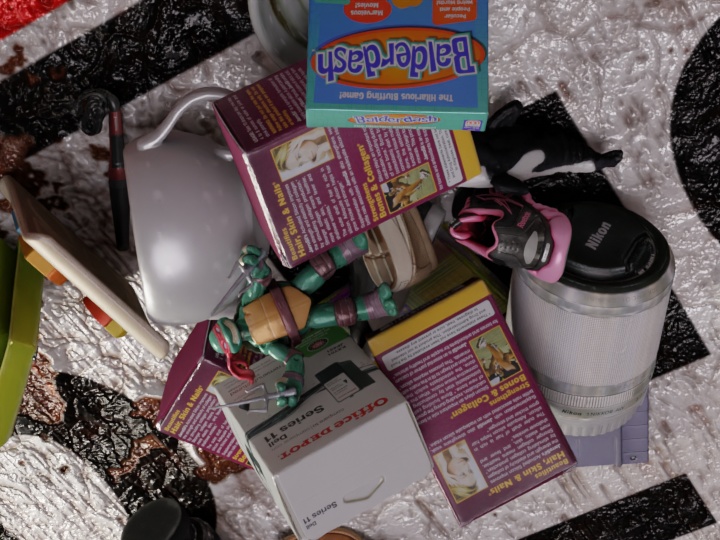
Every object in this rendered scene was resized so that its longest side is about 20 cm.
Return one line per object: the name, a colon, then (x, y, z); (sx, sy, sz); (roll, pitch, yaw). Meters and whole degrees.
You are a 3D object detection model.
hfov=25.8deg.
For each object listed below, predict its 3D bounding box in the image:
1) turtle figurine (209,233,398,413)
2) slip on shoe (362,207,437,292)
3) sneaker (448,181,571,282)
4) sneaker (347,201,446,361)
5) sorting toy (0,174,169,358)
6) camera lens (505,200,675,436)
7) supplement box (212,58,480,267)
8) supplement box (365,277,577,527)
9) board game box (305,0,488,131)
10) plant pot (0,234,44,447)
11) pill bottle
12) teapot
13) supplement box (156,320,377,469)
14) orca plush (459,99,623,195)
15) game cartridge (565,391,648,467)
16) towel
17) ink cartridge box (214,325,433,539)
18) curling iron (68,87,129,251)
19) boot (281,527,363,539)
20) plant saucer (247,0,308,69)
turtle figurine: (-0.073, 0.039, 1.468); (0.198, 0.101, 0.151); (-26, 103, -6)
slip on shoe: (0.016, -0.081, 1.513); (0.060, 0.202, 0.076); (-19, 172, -29)
sneaker: (0.121, -0.047, 1.497); (0.094, 0.200, 0.080); (3, 104, -22)
sneaker: (0.000, 0.000, 1.598); (0.111, 0.073, 0.202); (27, 110, 6)
sorting toy: (-0.278, 0.000, 1.544); (0.036, 0.200, 0.185); (-45, 119, -2)
camera lens: (0.226, 0.044, 1.585); (0.157, 0.161, 0.202); (3, 129, -1)
supplement box: (-0.011, -0.116, 1.390); (0.198, 0.103, 0.132); (-25, 128, -8)
supplement box: (0.104, 0.124, 1.520); (0.130, 0.103, 0.202); (-26, 90, -1)
board game box: (0.031, -0.219, 1.304); (0.150, 0.203, 0.045); (1, 166, -1)
plant pot: (-0.422, 0.061, 1.590); (0.179, 0.201, 0.200); (13, 127, -17)
pill bottle: (-0.199, 0.367, 1.874); (0.111, 0.113, 0.201); (-21, 125, 16)
teapot: (-0.147, -0.049, 1.512); (0.144, 0.200, 0.200); (-9, 167, -6)
supplement box: (-0.097, 0.133, 1.669); (0.198, 0.104, 0.131); (25, 131, -15)
orca plush: (0.154, -0.123, 1.498); (0.197, 0.106, 0.072); (3, 119, -5)
game cartridge: (0.224, 0.171, 1.767); (0.197, 0.039, 0.131); (-5, 132, 5)
towel: (0.053, 0.040, 1.672); (0.199, 0.023, 0.143); (-36, 120, 26)
ink cartridge box: (-0.038, 0.147, 1.485); (0.145, 0.200, 0.084); (-28, 118, -10)
curling iron: (-0.249, -0.100, 1.567); (0.049, 0.026, 0.202); (12, 136, 19)
boot: (-0.009, 0.393, 1.863); (0.197, 0.156, 0.077); (16, 128, -11)
plant saucer: (-0.003, -0.254, 1.425); (0.197, 0.051, 0.202); (1, 128, 1)
